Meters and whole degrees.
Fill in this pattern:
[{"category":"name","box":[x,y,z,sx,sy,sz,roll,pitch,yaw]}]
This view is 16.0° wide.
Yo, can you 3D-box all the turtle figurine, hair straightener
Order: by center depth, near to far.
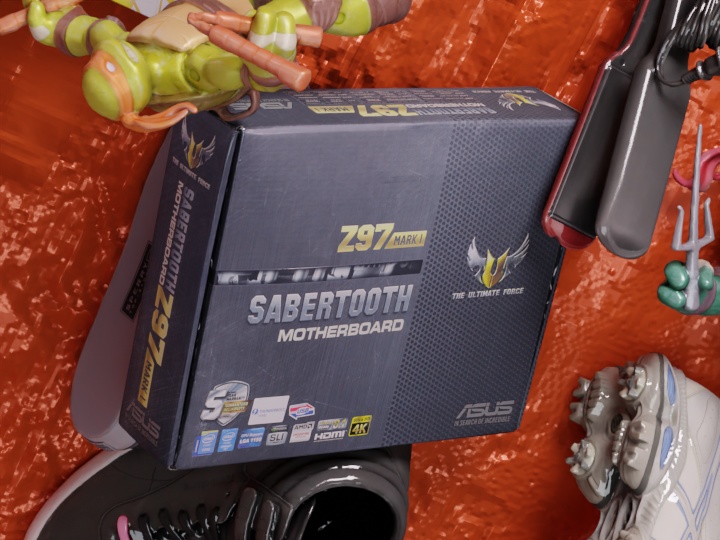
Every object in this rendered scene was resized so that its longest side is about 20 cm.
[{"category":"turtle figurine","box":[-0.051,-0.092,1.013,0.161,0.199,0.065,-31,116,-38]},{"category":"hair straightener","box":[0.147,-0.097,1.113,0.041,0.077,0.201,31,81,-38]},{"category":"turtle figurine","box":[0.211,0.009,1.172,0.149,0.101,0.201,-10,113,5]}]

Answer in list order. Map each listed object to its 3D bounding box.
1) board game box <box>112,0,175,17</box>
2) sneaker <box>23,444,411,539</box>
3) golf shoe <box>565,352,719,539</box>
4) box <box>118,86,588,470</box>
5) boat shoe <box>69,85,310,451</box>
[{"category":"board game box","box":[-0.105,-0.188,1.048,0.199,0.034,0.136,21,109,-37]},{"category":"sneaker","box":[-0.066,0.118,1.178,0.199,0.099,0.071,-21,115,2]},{"category":"golf shoe","box":[0.139,0.143,1.192,0.097,0.078,0.201,24,72,-29]},{"category":"box","box":[0.000,0.000,1.122,0.199,0.051,0.159,-3,115,-38]},{"category":"boat shoe","box":[-0.063,-0.004,1.151,0.066,0.070,0.201,15,104,-37]}]
